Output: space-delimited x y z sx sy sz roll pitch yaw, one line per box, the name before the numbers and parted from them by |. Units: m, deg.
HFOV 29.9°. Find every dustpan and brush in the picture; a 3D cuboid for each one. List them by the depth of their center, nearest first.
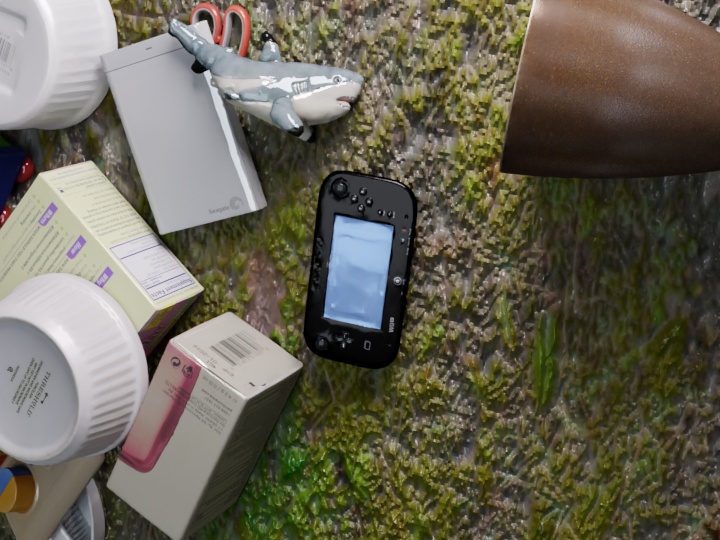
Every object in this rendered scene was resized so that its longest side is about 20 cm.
dustpan and brush | -0.341 0.334 1.608 0.139 0.057 0.201 -36 85 28

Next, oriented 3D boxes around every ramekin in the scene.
ramekin | -0.330 0.110 1.419 0.201 0.094 0.204 7 106 25
ramekin | -0.371 -0.247 1.457 0.199 0.098 0.202 7 106 25

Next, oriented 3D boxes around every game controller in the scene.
game controller | 0.000 0.000 1.369 0.104 0.042 0.202 14 109 22

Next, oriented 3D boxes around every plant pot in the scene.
plant pot | 0.236 -0.155 1.155 0.198 0.187 0.189 12 109 7

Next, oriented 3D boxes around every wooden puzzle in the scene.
wooden puzzle | -0.398 0.199 1.583 0.186 0.046 0.200 -52 60 26

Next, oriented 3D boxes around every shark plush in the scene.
shark plush | -0.099 -0.199 1.356 0.199 0.091 0.084 28 95 18

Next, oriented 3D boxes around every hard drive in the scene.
hard drive | -0.187 -0.147 1.422 0.131 0.027 0.202 -12 103 28

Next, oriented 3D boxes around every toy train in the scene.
toy train | -0.467 -0.081 1.560 0.116 0.084 0.201 42 117 22

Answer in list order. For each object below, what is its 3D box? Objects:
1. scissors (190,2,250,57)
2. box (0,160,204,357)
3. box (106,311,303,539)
scissors | -0.162 -0.184 1.418 0.073 0.014 0.202 21 111 20
box | -0.306 0.015 1.492 0.200 0.097 0.176 47 118 9
box | -0.167 0.165 1.443 0.109 0.128 0.201 34 114 15
